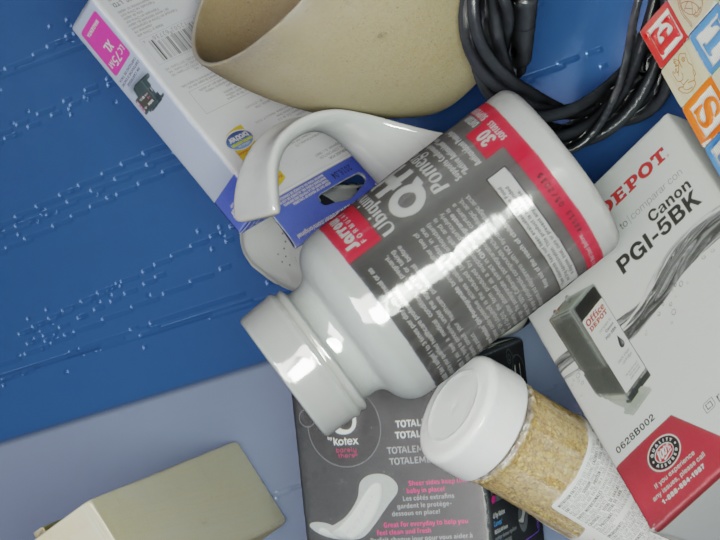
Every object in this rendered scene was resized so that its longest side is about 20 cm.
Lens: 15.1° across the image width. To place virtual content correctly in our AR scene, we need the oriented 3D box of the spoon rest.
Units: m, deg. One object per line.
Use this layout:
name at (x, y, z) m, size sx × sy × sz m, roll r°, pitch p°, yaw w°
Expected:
spoon rest at (0.015, -0.064, 1.589) m, size 0.099 × 0.199 × 0.061 m, roll -9°, pitch 87°, yaw 51°

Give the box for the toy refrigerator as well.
toy refrigerator at (-0.131, 0.164, 1.674) m, size 0.076 × 0.200 × 0.070 m, roll -36°, pitch 83°, yaw 23°

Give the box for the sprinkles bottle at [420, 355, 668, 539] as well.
sprinkles bottle at (0.129, 0.123, 1.572) m, size 0.199 × 0.068 × 0.068 m, roll 31°, pitch 112°, yaw -25°

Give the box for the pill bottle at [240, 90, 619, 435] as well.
pill bottle at (0.036, 0.000, 1.512) m, size 0.200 × 0.111 × 0.111 m, roll -37°, pitch 81°, yaw -3°

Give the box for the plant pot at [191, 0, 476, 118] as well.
plant pot at (0.014, -0.167, 1.595) m, size 0.134 × 0.201 × 0.200 m, roll 34°, pitch 113°, yaw -22°

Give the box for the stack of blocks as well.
stack of blocks at (0.244, -0.090, 1.477) m, size 0.115 × 0.058 × 0.201 m, roll -50°, pitch 53°, yaw 38°

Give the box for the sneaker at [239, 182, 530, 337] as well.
sneaker at (0.000, 0.000, 1.636) m, size 0.198 × 0.129 × 0.080 m, roll 21°, pitch 103°, yaw 20°

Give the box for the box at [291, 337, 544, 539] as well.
box at (0.039, 0.148, 1.650) m, size 0.121 × 0.106 × 0.202 m, roll -4°, pitch 94°, yaw 21°

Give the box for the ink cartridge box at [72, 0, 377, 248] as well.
ink cartridge box at (-0.070, -0.102, 1.658) m, size 0.200 × 0.119 × 0.042 m, roll 49°, pitch 137°, yaw 11°

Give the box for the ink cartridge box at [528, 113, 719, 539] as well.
ink cartridge box at (0.190, 0.035, 1.541) m, size 0.147 × 0.083 × 0.201 m, roll -45°, pitch 52°, yaw 21°

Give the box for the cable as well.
cable at (0.128, -0.159, 1.551) m, size 0.051 × 0.162 × 0.201 m, roll 33°, pitch 111°, yaw 46°
